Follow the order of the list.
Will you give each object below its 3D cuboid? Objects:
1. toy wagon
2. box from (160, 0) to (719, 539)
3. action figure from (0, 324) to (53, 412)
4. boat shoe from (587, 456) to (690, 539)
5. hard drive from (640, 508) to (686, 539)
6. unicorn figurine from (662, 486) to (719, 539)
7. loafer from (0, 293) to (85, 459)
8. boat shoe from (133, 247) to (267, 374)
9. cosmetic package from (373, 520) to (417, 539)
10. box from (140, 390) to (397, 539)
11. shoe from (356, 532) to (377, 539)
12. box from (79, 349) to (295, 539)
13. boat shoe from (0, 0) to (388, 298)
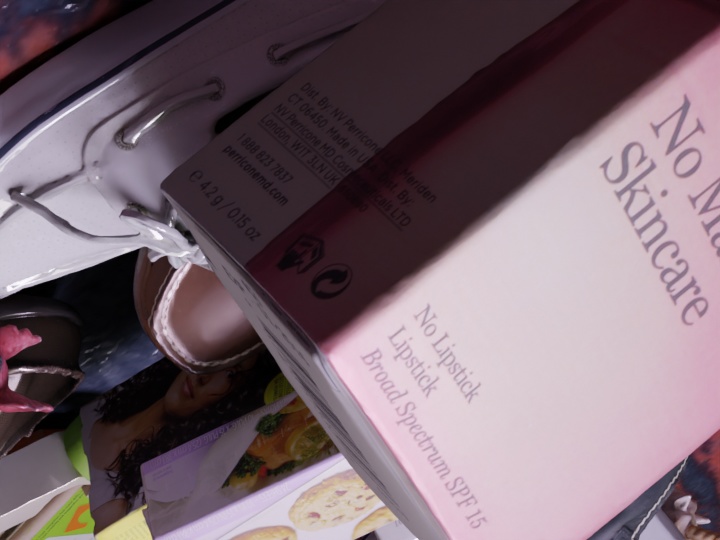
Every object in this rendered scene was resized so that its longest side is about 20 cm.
[{"bbox_3d":[-0.132,0.108,1.112,0.200,0.040,0.155,2,140,-49],"label":"toy wagon"},{"bbox_3d":[0.065,-0.022,0.836,0.200,0.109,0.128,-39,130,-6],"label":"box"},{"bbox_3d":[-0.183,0.023,0.845,0.199,0.134,0.149,-7,120,-33],"label":"action figure"},{"bbox_3d":[0.082,0.136,1.244,0.199,0.074,0.066,-45,119,-24],"label":"boat shoe"},{"bbox_3d":[0.135,0.204,1.408,0.132,0.200,0.026,-38,180,18],"label":"hard drive"},{"bbox_3d":[0.112,0.171,1.483,0.137,0.074,0.200,-35,171,-12],"label":"unicorn figurine"},{"bbox_3d":[-0.163,0.083,0.989,0.200,0.071,0.073,-41,154,22],"label":"loafer"},{"bbox_3d":[0.007,-0.036,0.922,0.200,0.072,0.076,-43,119,9],"label":"boat shoe"},{"bbox_3d":[0.043,0.066,1.135,0.101,0.074,0.200,-31,172,1],"label":"cosmetic package"},{"bbox_3d":[0.024,0.046,0.924,0.199,0.039,0.041,-25,130,8],"label":"box"},{"bbox_3d":[0.014,0.136,1.304,0.200,0.071,0.091,-48,-161,-12],"label":"shoe"},{"bbox_3d":[-0.002,0.035,0.980,0.200,0.075,0.050,-31,126,11],"label":"box"},{"bbox_3d":[-0.050,-0.030,0.881,0.202,0.086,0.075,-33,155,4],"label":"boat shoe"}]
